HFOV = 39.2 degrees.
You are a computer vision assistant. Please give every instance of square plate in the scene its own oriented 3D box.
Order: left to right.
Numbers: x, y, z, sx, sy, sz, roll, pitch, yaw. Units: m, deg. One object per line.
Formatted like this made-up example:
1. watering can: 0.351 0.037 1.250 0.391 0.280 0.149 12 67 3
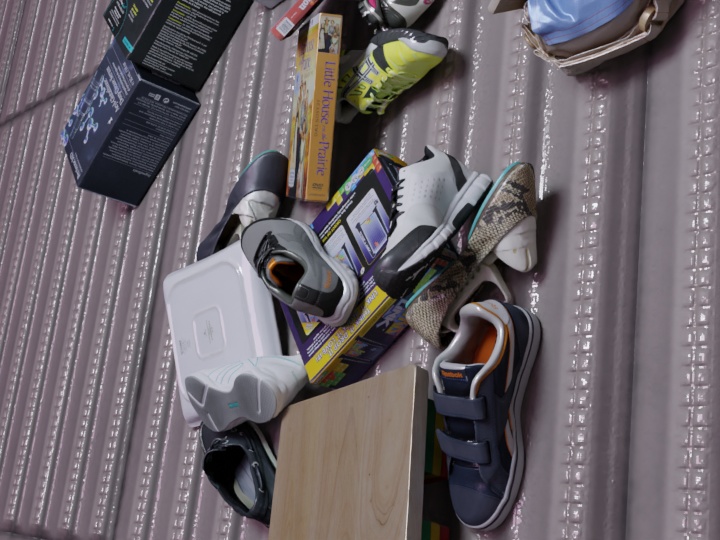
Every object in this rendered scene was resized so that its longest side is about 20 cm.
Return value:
1. square plate: -0.174 0.076 1.225 0.198 0.028 0.201 -21 74 41

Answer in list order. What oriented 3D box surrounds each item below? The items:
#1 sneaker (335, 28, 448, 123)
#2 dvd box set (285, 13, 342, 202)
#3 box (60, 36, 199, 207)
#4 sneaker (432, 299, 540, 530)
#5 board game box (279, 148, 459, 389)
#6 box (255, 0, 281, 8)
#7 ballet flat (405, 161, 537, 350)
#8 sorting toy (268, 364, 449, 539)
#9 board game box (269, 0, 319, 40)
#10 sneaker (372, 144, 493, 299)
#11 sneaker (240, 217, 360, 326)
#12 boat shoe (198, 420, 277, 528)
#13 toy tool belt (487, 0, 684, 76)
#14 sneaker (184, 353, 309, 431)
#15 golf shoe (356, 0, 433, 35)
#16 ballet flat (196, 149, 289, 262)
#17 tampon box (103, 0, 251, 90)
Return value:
1. sneaker: 0.030 -0.212 1.117 0.200 0.075 0.077 -9 75 59
2. dvd box set: -0.054 -0.180 1.145 0.146 0.029 0.201 -151 66 -76
3. box: -0.354 -0.228 1.539 0.200 0.107 0.149 -54 42 21
4. sneaker: 0.099 0.123 0.886 0.078 0.079 0.201 -1 76 49
5. board game box: 0.000 0.000 1.070 0.200 0.057 0.166 -48 46 26
6. box: -0.092 -0.456 1.329 0.200 0.097 0.125 -21 60 44
7. ballet flat: 0.118 -0.004 0.936 0.075 0.068 0.200 48 120 24
8. sorting toy: 0.002 0.213 0.957 0.198 0.069 0.201 -24 51 44
9. board game box: -0.060 -0.318 1.199 0.103 0.019 0.200 -44 11 10
10. sneaker: 0.050 -0.047 0.930 0.074 0.080 0.200 -54 -2 39
11. sneaker: -0.078 -0.011 1.060 0.200 0.079 0.074 35 105 51
12. boat shoe: -0.143 0.219 1.135 0.199 0.066 0.075 46 113 44
13. toy tool belt: 0.216 -0.259 0.865 0.200 0.123 0.125 -33 52 37
14. sneaker: -0.125 0.132 1.124 0.200 0.080 0.071 -11 104 50
15. golf shoe: 0.030 -0.349 1.178 0.088 0.077 0.201 -30 54 14
16. ballet flat: -0.140 -0.056 1.248 0.200 0.073 0.073 -51 42 32
17. tampon box: -0.260 -0.399 1.481 0.200 0.126 0.150 -53 43 20
